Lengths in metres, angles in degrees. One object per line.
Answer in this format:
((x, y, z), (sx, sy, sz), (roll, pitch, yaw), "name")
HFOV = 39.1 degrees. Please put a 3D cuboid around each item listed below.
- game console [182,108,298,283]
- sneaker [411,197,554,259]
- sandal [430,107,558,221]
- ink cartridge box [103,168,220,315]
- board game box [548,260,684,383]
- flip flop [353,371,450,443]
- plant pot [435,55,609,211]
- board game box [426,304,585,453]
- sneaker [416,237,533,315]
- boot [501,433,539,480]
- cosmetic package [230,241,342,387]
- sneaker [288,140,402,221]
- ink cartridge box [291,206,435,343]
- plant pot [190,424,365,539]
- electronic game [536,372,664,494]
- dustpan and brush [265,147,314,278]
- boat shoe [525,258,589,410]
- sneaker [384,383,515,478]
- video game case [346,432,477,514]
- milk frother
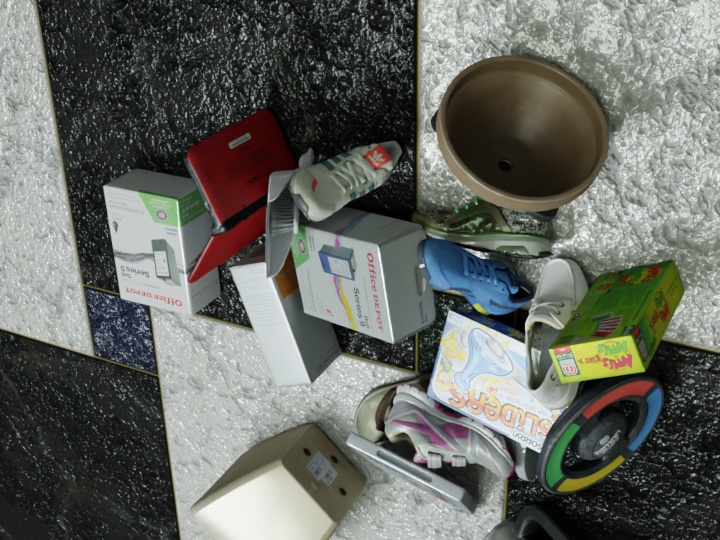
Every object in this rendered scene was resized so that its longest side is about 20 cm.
((-0.182, -0.106, 1.405), (0.119, 0.200, 0.173), (-16, 105, 36), "game console")
((0.162, -0.069, 1.320), (0.200, 0.077, 0.089), (11, 89, 28), "sneaker")
((0.168, -0.130, 1.272), (0.200, 0.075, 0.048), (45, 140, 14), "sandal")
((-0.307, -0.044, 1.587), (0.145, 0.084, 0.200), (12, 120, 26), "ink cartridge box")
((0.306, 0.058, 1.200), (0.101, 0.200, 0.048), (-13, 107, 35), "board game box")
((0.061, 0.210, 1.518), (0.200, 0.058, 0.081), (-27, 99, 38), "flip flop")
((0.182, -0.146, 1.194), (0.201, 0.201, 0.093), (36, 155, 10), "plant pot")
((0.193, 0.146, 1.350), (0.200, 0.034, 0.136), (24, 114, 27), "board game box")
((0.150, 0.003, 1.295), (0.078, 0.066, 0.200), (-12, 152, 37), "sneaker")
((0.203, 0.194, 1.425), (0.095, 0.074, 0.200), (8, 110, 34), "boot")
((-0.108, 0.062, 1.514), (0.071, 0.101, 0.200), (-8, 111, 33), "cosmetic package")
((-0.013, -0.127, 1.300), (0.093, 0.200, 0.070), (-36, 88, 32), "sneaker")
((0.000, 0.000, 1.388), (0.200, 0.087, 0.146), (16, 123, 46), "ink cartridge box")
((-0.111, 0.368, 1.630), (0.177, 0.200, 0.200), (-41, 90, 28), "plant pot")
((0.307, 0.209, 1.294), (0.042, 0.200, 0.200), (49, 137, 40), "electronic game")
((-0.093, -0.101, 1.359), (0.057, 0.200, 0.140), (3, 134, -3), "dustpan and brush")
((0.239, 0.068, 1.259), (0.071, 0.200, 0.069), (-13, 149, 37), "boat shoe")
((0.119, 0.243, 1.417), (0.200, 0.088, 0.081), (26, 161, 22), "sneaker")
((0.080, 0.302, 1.497), (0.182, 0.024, 0.200), (24, 168, 18), "video game case")
((0.305, 0.434, 1.454), (0.188, 0.200, 0.181), (44, 111, 49), "milk frother")
